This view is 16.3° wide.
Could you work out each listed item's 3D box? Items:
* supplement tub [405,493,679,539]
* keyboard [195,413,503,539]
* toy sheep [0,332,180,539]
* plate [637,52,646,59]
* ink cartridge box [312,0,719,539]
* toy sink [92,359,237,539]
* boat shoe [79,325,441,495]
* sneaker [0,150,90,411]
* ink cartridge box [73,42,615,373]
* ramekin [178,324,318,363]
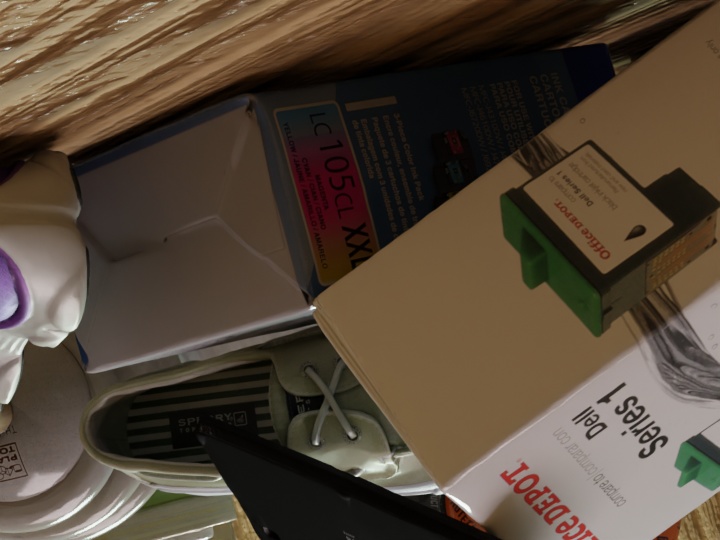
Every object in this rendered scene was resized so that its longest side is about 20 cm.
[{"bbox_3d":[0.047,0.104,1.077,0.122,0.123,0.200,-13,176,-25],"label":"supplement tub"},{"bbox_3d":[0.026,0.099,0.856,0.040,0.104,0.200,-40,-149,-21],"label":"keyboard"},{"bbox_3d":[-0.140,0.055,1.091,0.138,0.138,0.200,-15,176,15],"label":"toy sheep"},{"bbox_3d":[0.207,-0.096,1.004,0.200,0.026,0.200,-14,176,-1],"label":"plate"},{"bbox_3d":[0.104,0.005,0.808,0.200,0.084,0.146,-37,150,5],"label":"ink cartridge box"},{"bbox_3d":[-0.135,0.095,1.244,0.130,0.200,0.112,-13,177,-6],"label":"toy sink"},{"bbox_3d":[-0.012,0.054,0.937,0.200,0.072,0.062,-14,173,26],"label":"boat shoe"},{"bbox_3d":[-0.155,0.002,0.867,0.083,0.081,0.200,1,162,-21],"label":"sneaker"},{"bbox_3d":[0.007,-0.025,0.897,0.200,0.077,0.136,-10,175,-41],"label":"ink cartridge box"},{"bbox_3d":[0.000,0.000,1.134,0.202,0.094,0.202,-14,177,-1],"label":"ramekin"}]
